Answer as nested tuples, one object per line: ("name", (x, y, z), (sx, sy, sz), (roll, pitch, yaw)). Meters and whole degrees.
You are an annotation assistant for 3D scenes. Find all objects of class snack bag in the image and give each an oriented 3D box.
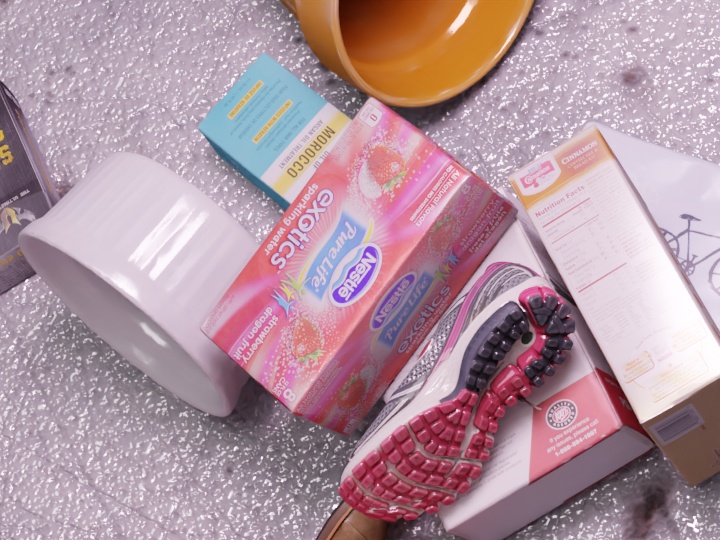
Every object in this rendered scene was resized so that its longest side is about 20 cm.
("snack bag", (0.200, 0.001, 1.641), (0.188, 0.021, 0.201), (20, 78, 27))

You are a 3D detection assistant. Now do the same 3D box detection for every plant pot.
("plant pot", (0.006, -0.248, 1.738), (0.201, 0.200, 0.183), (-50, 45, -6))

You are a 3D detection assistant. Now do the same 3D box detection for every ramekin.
("ramekin", (-0.143, 0.006, 1.668), (0.200, 0.201, 0.098), (32, 73, 28))

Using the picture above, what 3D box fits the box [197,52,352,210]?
("box", (-0.027, -0.076, 1.741), (0.200, 0.049, 0.082), (39, 84, 29))

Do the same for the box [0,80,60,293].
("box", (-0.342, -0.039, 1.838), (0.199, 0.048, 0.159), (-30, 60, 5))

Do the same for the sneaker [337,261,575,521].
("sneaker", (0.060, 0.084, 1.527), (0.200, 0.081, 0.075), (-47, 34, 6))

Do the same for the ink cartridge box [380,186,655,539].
("ink cartridge box", (0.093, 0.067, 1.599), (0.146, 0.083, 0.201), (-32, 65, 15))

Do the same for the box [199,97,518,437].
("box", (0.000, 0.000, 1.560), (0.103, 0.095, 0.200), (40, 95, 28))

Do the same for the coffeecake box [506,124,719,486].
("coffeecake box", (0.190, 0.025, 1.535), (0.073, 0.154, 0.201), (-30, 62, 8))

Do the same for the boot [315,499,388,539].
("boot", (-0.004, 0.209, 1.609), (0.075, 0.074, 0.201), (33, 85, 9))
